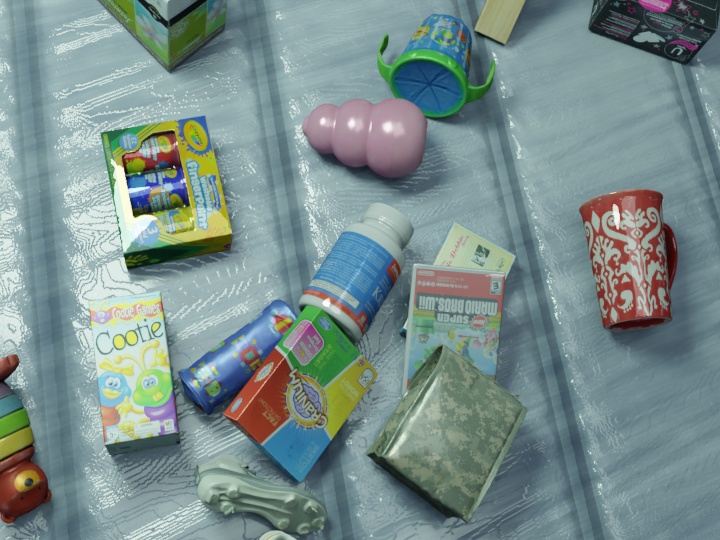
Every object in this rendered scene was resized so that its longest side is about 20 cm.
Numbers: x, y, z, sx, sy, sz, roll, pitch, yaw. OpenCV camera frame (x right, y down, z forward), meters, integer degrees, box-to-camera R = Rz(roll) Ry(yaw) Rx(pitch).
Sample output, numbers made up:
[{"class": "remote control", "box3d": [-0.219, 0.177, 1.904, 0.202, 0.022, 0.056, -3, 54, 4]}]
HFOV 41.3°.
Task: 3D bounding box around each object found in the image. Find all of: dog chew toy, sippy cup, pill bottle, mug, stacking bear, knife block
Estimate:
[{"class": "dog chew toy", "box3d": [0.006, -0.219, 1.525, 0.197, 0.125, 0.126, 9, 70, 2]}, {"class": "sippy cup", "box3d": [0.127, -0.349, 1.587, 0.177, 0.139, 0.132, 34, 56, -23]}, {"class": "pill bottle", "box3d": [0.000, 0.000, 1.450, 0.111, 0.112, 0.201, 31, 70, 2]}, {"class": "mug", "box3d": [0.449, -0.013, 1.525, 0.175, 0.134, 0.203, -2, 75, -8]}, {"class": "stacking bear", "box3d": [-0.489, 0.236, 1.291, 0.121, 0.113, 0.202, -25, 87, -47]}, {"class": "knife block", "box3d": [0.272, -0.517, 1.636, 0.063, 0.176, 0.202, 23, 69, 0]}]

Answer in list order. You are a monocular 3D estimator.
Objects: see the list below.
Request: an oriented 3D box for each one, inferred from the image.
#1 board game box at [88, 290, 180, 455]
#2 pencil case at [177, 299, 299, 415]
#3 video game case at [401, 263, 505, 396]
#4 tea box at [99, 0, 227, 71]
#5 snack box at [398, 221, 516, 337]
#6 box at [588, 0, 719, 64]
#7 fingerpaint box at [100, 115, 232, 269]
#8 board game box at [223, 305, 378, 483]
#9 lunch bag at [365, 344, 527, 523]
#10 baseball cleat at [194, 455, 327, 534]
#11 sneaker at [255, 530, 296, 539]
[{"class": "board game box", "box3d": [-0.318, 0.146, 1.351, 0.101, 0.105, 0.203, -8, 74, -13]}, {"class": "pencil case", "box3d": [-0.171, 0.124, 1.398, 0.199, 0.087, 0.079, -37, 105, -17]}, {"class": "video game case", "box3d": [0.140, 0.096, 1.443, 0.141, 0.017, 0.203, 5, 94, 0]}, {"class": "tea box", "box3d": [-0.321, -0.465, 1.506, 0.200, 0.197, 0.133, 45, 70, 8]}, {"class": "snack box", "box3d": [0.154, 0.037, 1.504, 0.115, 0.037, 0.202, 28, 70, -1]}, {"class": "box", "box3d": [0.524, -0.478, 1.700, 0.197, 0.115, 0.134, 18, 68, -5]}, {"class": "fingerpaint box", "box3d": [-0.296, -0.122, 1.460, 0.164, 0.073, 0.203, -10, 74, -13]}, {"class": "board game box", "box3d": [-0.081, 0.177, 1.374, 0.153, 0.040, 0.201, 49, 67, -29]}, {"class": "lunch bag", "box3d": [0.130, 0.231, 1.386, 0.163, 0.118, 0.201, 36, 75, -5]}, {"class": "baseball cleat", "box3d": [-0.139, 0.308, 1.346, 0.198, 0.107, 0.070, 25, 105, -28]}, {"class": "sneaker", "box3d": [-0.072, 0.441, 1.309, 0.200, 0.079, 0.078, 43, 69, 4]}]
